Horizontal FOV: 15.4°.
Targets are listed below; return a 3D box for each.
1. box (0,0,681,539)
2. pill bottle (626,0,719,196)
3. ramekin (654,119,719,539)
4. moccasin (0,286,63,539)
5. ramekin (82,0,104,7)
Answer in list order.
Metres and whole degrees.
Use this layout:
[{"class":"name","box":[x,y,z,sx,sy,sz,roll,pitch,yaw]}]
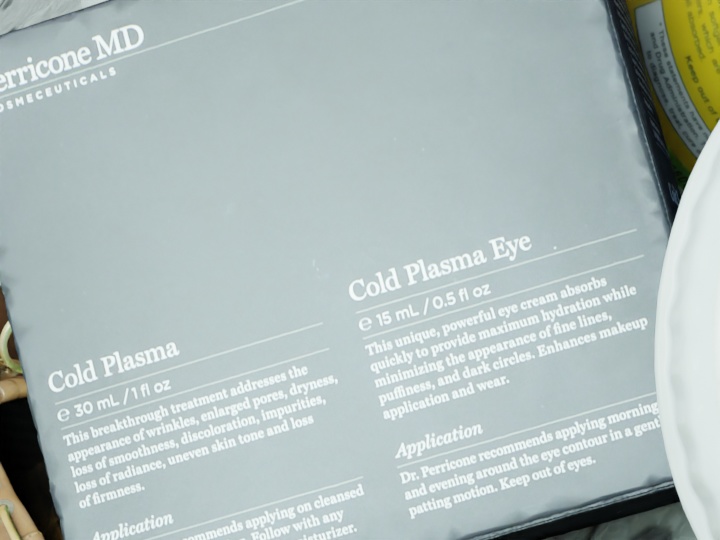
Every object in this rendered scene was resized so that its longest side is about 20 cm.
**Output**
[{"class":"box","box":[0.000,0.000,0.801,0.199,0.183,0.104,-16,-9,9]},{"class":"pill bottle","box":[0.172,-0.090,0.824,0.199,0.111,0.111,-18,38,50]},{"class":"ramekin","box":[0.156,0.016,0.559,0.202,0.202,0.094,-45,-12,9]},{"class":"moccasin","box":[-0.115,0.060,0.859,0.077,0.074,0.202,-31,26,8]},{"class":"ramekin","box":[-0.021,-0.114,1.092,0.202,0.202,0.095,-11,55,55]}]
